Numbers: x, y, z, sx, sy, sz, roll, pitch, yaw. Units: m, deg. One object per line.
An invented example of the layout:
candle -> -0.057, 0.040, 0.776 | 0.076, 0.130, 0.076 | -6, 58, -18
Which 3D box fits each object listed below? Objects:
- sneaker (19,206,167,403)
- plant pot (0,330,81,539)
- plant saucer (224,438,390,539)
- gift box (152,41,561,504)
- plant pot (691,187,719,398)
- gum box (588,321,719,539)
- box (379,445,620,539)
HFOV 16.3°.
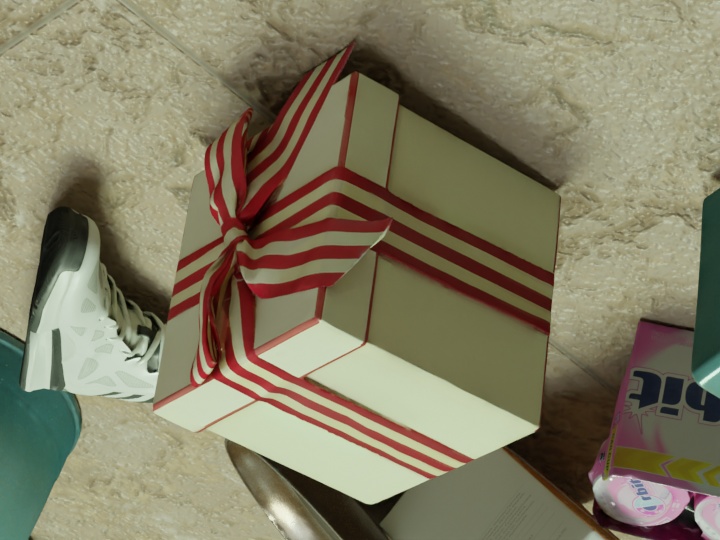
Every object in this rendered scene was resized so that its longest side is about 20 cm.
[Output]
sneaker -> -0.154, 0.025, 1.609 | 0.114, 0.076, 0.201 | 10, 152, -6
plant pot -> -0.314, 0.156, 1.728 | 0.198, 0.189, 0.201 | 10, 143, 8
plant saucer -> -0.017, 0.181, 1.706 | 0.200, 0.032, 0.200 | 47, 167, 14
gift box -> 0.000, 0.000, 1.422 | 0.186, 0.186, 0.200 | 26, 140, -28
plant pot -> 0.296, -0.010, 1.328 | 0.141, 0.142, 0.200 | 30, 134, -19
gum box -> 0.242, 0.111, 1.521 | 0.198, 0.114, 0.066 | 11, 144, 6
box -> 0.117, 0.195, 1.604 | 0.124, 0.098, 0.200 | 38, -179, -28
